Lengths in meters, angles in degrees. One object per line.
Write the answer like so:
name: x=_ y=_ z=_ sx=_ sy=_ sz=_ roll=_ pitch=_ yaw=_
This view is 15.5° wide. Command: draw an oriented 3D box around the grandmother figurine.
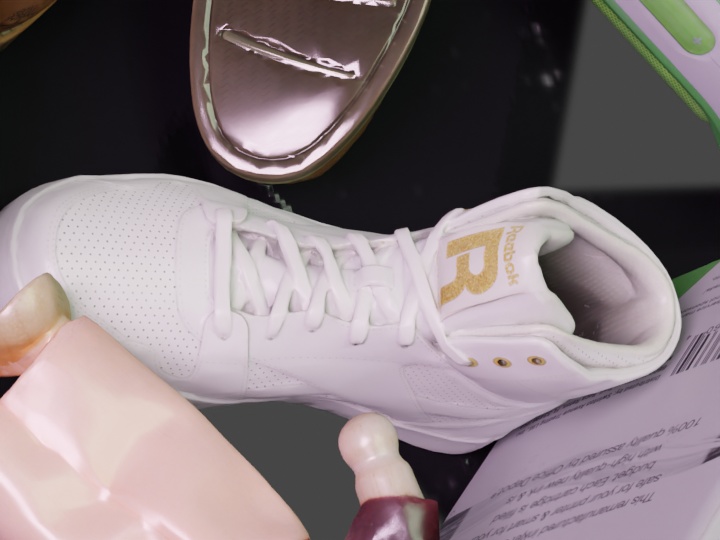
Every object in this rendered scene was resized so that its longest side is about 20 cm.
grandmother figurine: x=-0.028 y=0.088 z=0.694 sx=0.200 sy=0.061 sz=0.121 roll=43 pitch=82 yaw=7

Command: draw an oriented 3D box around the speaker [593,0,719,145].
speaker: x=0.110 y=-0.122 z=0.922 sx=0.200 sy=0.088 sz=0.089 roll=45 pitch=49 yaw=-17

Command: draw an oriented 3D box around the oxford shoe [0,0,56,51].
oxford shoe: x=-0.070 y=-0.138 z=0.795 sx=0.071 sy=0.071 sz=0.200 roll=44 pitch=48 yaw=-16

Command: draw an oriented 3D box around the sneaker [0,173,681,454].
sneaker: x=0.000 y=0.000 z=0.765 sx=0.199 sy=0.115 sz=0.074 roll=12 pitch=66 yaw=-35

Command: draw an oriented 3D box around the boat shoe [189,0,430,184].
boat shoe: x=-0.005 y=-0.116 z=0.836 sx=0.072 sy=0.068 sz=0.201 roll=14 pitch=77 yaw=3

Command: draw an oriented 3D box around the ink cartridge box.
ink cartridge box: x=0.095 y=0.084 z=0.791 sx=0.084 sy=0.146 sz=0.200 roll=50 pitch=49 yaw=-14
